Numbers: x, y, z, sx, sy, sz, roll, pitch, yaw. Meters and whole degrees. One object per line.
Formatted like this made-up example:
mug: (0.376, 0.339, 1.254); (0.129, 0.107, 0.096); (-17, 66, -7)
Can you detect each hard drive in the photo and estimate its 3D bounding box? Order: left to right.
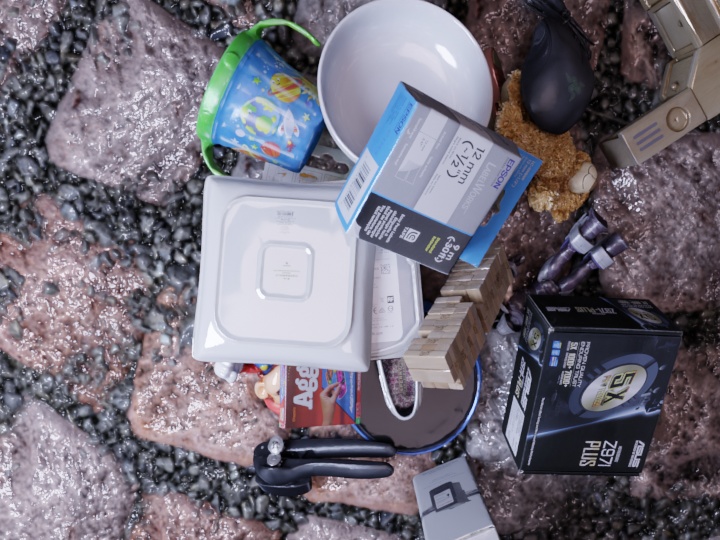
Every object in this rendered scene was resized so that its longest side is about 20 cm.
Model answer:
hard drive: (0.000, 0.000, 0.738); (0.135, 0.038, 0.206); (-4, 86, -5)

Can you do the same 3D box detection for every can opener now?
can opener: (-0.049, 0.243, 0.839); (0.195, 0.065, 0.079); (-11, 139, 13)

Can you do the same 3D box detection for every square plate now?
square plate: (-0.081, 0.002, 0.701); (0.194, 0.028, 0.204); (4, 87, 1)

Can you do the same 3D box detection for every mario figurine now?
mario figurine: (-0.098, 0.102, 0.785); (0.120, 0.107, 0.203); (-16, 119, 16)

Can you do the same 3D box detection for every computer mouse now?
computer mouse: (0.230, -0.244, 0.742); (0.137, 0.052, 0.204); (34, 54, -26)

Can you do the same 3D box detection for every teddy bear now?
teddy bear: (0.221, -0.144, 0.767); (0.066, 0.146, 0.202); (-16, 119, 39)

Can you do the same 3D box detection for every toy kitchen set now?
toy kitchen set: (0.351, -0.258, 0.754); (0.178, 0.163, 0.203); (-32, 94, 2)

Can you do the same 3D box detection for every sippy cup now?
sippy cup: (-0.106, -0.188, 0.770); (0.128, 0.179, 0.141); (27, 50, -5)

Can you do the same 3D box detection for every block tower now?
block tower: (0.116, 0.050, 0.741); (0.057, 0.201, 0.055); (-4, 123, 36)

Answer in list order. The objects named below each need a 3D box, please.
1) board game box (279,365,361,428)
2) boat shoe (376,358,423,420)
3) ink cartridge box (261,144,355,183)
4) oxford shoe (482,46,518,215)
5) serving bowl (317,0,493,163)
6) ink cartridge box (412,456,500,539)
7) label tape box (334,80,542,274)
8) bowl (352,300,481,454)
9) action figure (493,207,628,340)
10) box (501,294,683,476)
board game box: (-0.045, 0.078, 0.767); (0.101, 0.019, 0.206); (3, 84, -29)
boat shoe: (0.041, 0.079, 0.788); (0.070, 0.069, 0.206); (-2, 95, 0)
ink cartridge box: (-0.062, -0.055, 0.837); (0.158, 0.050, 0.206); (12, 80, -1)
oxford shoe: (0.156, -0.167, 0.819); (0.072, 0.071, 0.206); (-9, 96, 26)
serving bowl: (0.045, -0.194, 0.732); (0.194, 0.066, 0.206); (1, 82, -10)
ink cartridge box: (0.131, 0.340, 0.786); (0.082, 0.200, 0.149); (-21, 95, 2)
label tape box: (0.092, -0.079, 0.671); (0.196, 0.067, 0.145); (21, 114, -25)
bowl: (0.064, 0.141, 0.848); (0.194, 0.039, 0.207); (0, 95, -1)
action figure: (0.243, 0.017, 0.827); (0.130, 0.070, 0.200); (42, 108, -10)
box: (0.274, 0.142, 0.795); (0.159, 0.087, 0.205); (3, 113, -6)
